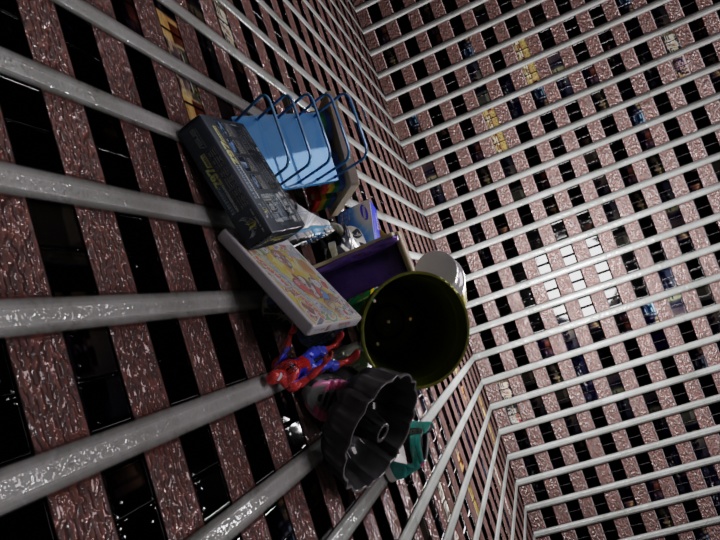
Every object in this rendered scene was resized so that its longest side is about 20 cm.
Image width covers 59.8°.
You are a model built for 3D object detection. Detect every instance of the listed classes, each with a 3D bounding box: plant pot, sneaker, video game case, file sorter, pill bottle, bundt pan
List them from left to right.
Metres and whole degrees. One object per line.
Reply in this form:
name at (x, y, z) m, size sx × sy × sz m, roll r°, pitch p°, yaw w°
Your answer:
video game case at (-0.101, 0.014, 0.949) m, size 0.200 × 0.023 × 0.182 m, roll 46°, pitch 15°, yaw 15°
sneaker at (-0.110, -0.093, 1.176) m, size 0.088 × 0.074 × 0.200 m, roll 64°, pitch 14°, yaw 2°
file sorter at (-0.103, -0.232, 1.107) m, size 0.198 × 0.122 × 0.141 m, roll -16°, pitch 86°, yaw -44°
sneaker at (-0.093, 0.058, 1.023) m, size 0.200 × 0.076 × 0.086 m, roll 45°, pitch 22°, yaw -54°
sneaker at (-0.049, 0.193, 1.053) m, size 0.095 × 0.080 × 0.199 m, roll 37°, pitch 10°, yaw 30°
sneaker at (-0.043, -0.074, 1.370) m, size 0.200 × 0.078 × 0.131 m, roll -73°, pitch 150°, yaw -51°
bundt pan at (0.007, 0.244, 1.003) m, size 0.201 × 0.075 × 0.205 m, roll -35°, pitch 136°, yaw -43°
plant pot at (0.076, 0.104, 1.170) m, size 0.193 × 0.198 × 0.203 m, roll 178°, pitch -110°, yaw -77°
sneaker at (0.083, 0.308, 1.253) m, size 0.083 × 0.119 × 0.203 m, roll 12°, pitch 59°, yaw -73°
pill bottle at (0.163, 0.036, 1.293) m, size 0.200 × 0.111 × 0.114 m, roll 63°, pitch 12°, yaw -67°

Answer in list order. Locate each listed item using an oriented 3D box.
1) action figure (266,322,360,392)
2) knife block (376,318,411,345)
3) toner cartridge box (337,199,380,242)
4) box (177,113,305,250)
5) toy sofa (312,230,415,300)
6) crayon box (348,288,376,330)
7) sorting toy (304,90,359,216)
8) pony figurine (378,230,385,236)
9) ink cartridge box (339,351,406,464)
action figure at (-0.064, 0.121, 0.944) m, size 0.065 × 0.100 × 0.199 m, roll 44°, pitch 30°, yaw 19°
knife block at (0.097, 0.100, 1.397) m, size 0.175 × 0.063 × 0.204 m, roll -24°, pitch 102°, yaw -52°
toner cartridge box at (-0.002, -0.074, 1.494) m, size 0.043 × 0.094 × 0.202 m, roll 52°, pitch 22°, yaw -42°
box at (-0.175, -0.134, 0.955) m, size 0.202 × 0.051 × 0.158 m, roll 58°, pitch 14°, yaw 0°
toy sofa at (0.000, 0.000, 1.194) m, size 0.098 × 0.197 × 0.084 m, roll -12°, pitch 79°, yaw -82°
crayon box at (0.038, 0.129, 1.448) m, size 0.119 × 0.057 × 0.202 m, roll -80°, pitch 147°, yaw -63°
sorting toy at (-0.083, -0.234, 1.308) m, size 0.200 × 0.068 × 0.202 m, roll 137°, pitch -61°, yaw -70°
pony figurine at (0.079, 0.027, 1.553) m, size 0.194 × 0.165 × 0.201 m, roll 51°, pitch -18°, yaw 30°
ink cartridge box at (0.019, 0.268, 1.175) m, size 0.117 × 0.066 × 0.203 m, roll 43°, pitch 29°, yaw -59°
